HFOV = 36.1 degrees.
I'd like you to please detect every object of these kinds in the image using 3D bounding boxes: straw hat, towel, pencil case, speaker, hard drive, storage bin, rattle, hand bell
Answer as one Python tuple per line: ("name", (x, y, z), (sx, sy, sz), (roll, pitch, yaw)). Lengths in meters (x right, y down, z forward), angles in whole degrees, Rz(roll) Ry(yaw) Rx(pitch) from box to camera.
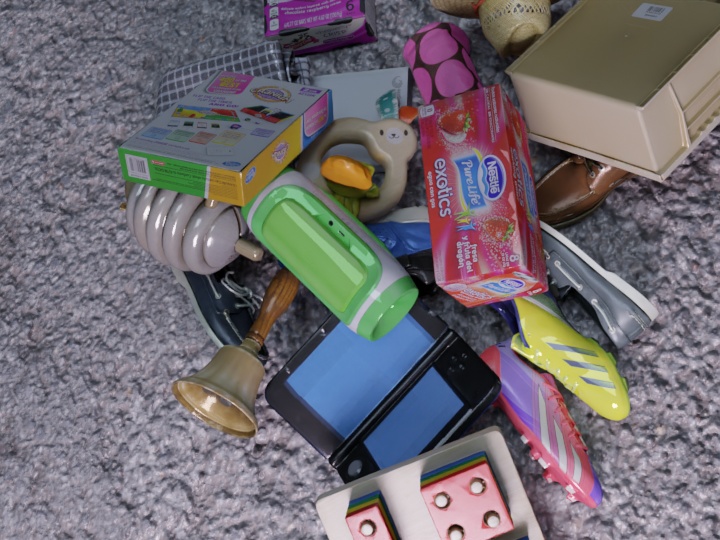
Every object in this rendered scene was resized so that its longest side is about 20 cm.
("straw hat", (0.176, -0.289, 1.260), (0.199, 0.201, 0.086), (-10, 80, 12))
("towel", (-0.157, -0.178, 1.339), (0.198, 0.086, 0.167), (-11, 66, 24))
("pencil case", (0.124, -0.195, 1.292), (0.091, 0.093, 0.201), (-49, 54, 45))
("speaker", (-0.034, -0.020, 1.159), (0.088, 0.088, 0.200), (-45, 72, -4))
("hard drive", (-0.036, -0.179, 1.362), (0.198, 0.027, 0.133), (-3, 69, 15))
("storage bin", (0.296, -0.217, 1.189), (0.198, 0.094, 0.199), (-43, 39, -16))
("rattle", (0.018, -0.156, 1.227), (0.130, 0.143, 0.200), (37, 67, 24))
("hand bell", (-0.113, 0.071, 1.211), (0.103, 0.104, 0.201), (16, 59, 21))

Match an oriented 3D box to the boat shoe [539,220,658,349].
("boat shoe", (0.223, 0.008, 1.190), (0.200, 0.073, 0.062), (39, 91, 25))

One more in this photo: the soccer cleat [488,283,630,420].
("soccer cleat", (0.200, 0.083, 1.156), (0.083, 0.065, 0.201), (-26, 66, -25))

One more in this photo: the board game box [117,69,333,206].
("board game box", (-0.139, -0.148, 1.188), (0.152, 0.041, 0.200), (14, 38, 23))

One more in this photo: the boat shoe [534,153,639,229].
("boat shoe", (0.265, -0.120, 1.230), (0.199, 0.068, 0.072), (-34, 64, 2))

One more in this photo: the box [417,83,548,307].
("box", (0.126, -0.075, 1.140), (0.095, 0.100, 0.202), (-12, 69, 21))

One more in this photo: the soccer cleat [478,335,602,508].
("soccer cleat", (0.193, 0.154, 1.149), (0.076, 0.067, 0.200), (-37, 62, -5))

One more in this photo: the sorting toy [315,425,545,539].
("sorting toy", (0.081, 0.285, 1.076), (0.199, 0.070, 0.200), (-22, 95, 6))

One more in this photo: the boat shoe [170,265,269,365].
("boat shoe", (-0.156, 0.033, 1.292), (0.062, 0.075, 0.200), (-42, 55, 9))

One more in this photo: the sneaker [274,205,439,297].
("sneaker", (0.000, -0.001, 1.254), (0.198, 0.077, 0.112), (-9, 58, 6))

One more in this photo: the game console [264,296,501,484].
("game console", (0.019, 0.127, 1.159), (0.200, 0.118, 0.171), (-48, 29, 4))

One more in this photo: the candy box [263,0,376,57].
("candy box", (-0.055, -0.383, 1.427), (0.135, 0.061, 0.202), (-9, 67, 13))

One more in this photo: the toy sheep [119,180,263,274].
("toy sheep", (-0.189, -0.064, 1.244), (0.199, 0.138, 0.138), (30, 80, 28))
